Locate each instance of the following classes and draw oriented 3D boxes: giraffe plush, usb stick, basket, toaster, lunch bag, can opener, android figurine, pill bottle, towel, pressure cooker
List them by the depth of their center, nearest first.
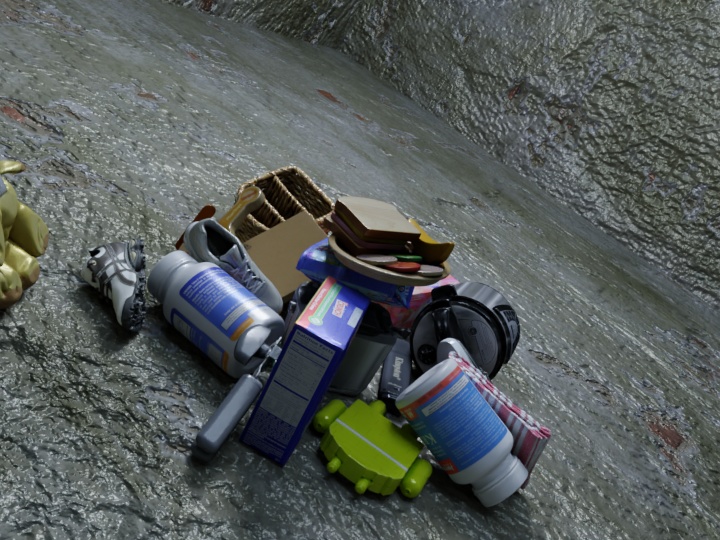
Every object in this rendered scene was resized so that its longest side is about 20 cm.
[{"bbox_3d":[-0.165,0.150,0.987,0.067,0.053,0.200,35,47,0],"label":"can opener"},{"bbox_3d":[-0.532,-0.055,1.002,0.162,0.200,0.173,-2,28,4],"label":"giraffe plush"},{"bbox_3d":[0.016,0.250,1.079,0.182,0.041,0.200,33,21,10],"label":"android figurine"},{"bbox_3d":[0.151,0.238,1.112,0.200,0.112,0.112,52,27,4],"label":"pill bottle"},{"bbox_3d":[-0.219,0.058,1.131,0.200,0.112,0.112,37,25,20],"label":"pill bottle"},{"bbox_3d":[0.000,0.000,1.162,0.150,0.094,0.200,18,5,13],"label":"lunch bag"},{"bbox_3d":[0.198,0.233,1.184,0.030,0.147,0.200,-26,53,-32],"label":"towel"},{"bbox_3d":[-0.035,0.111,1.198,0.200,0.129,0.114,18,26,-22],"label":"toaster"},{"bbox_3d":[0.061,0.174,1.296,0.055,0.033,0.200,26,24,-5],"label":"usb stick"},{"bbox_3d":[0.181,0.122,1.352,0.176,0.179,0.200,33,20,12],"label":"pressure cooker"},{"bbox_3d":[-0.162,-0.113,1.502,0.143,0.149,0.200,6,32,-41],"label":"basket"}]

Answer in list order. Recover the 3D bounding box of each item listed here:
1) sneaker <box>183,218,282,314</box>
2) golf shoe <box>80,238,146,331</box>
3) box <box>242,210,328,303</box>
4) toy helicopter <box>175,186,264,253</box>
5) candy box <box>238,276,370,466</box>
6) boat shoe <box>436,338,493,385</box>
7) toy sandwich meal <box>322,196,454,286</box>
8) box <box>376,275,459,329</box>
[{"bbox_3d":[-0.196,0.000,1.198,0.200,0.076,0.092,45,-22,-10],"label":"sneaker"},{"bbox_3d":[-0.362,0.024,1.119,0.094,0.078,0.200,0,30,-17],"label":"golf shoe"},{"bbox_3d":[-0.142,-0.011,1.319,0.200,0.021,0.164,-29,49,-15],"label":"box"},{"bbox_3d":[-0.244,-0.072,1.320,0.132,0.200,0.079,23,-25,38],"label":"toy helicopter"},{"bbox_3d":[-0.071,0.131,1.028,0.077,0.200,0.169,29,23,2],"label":"candy box"},{"bbox_3d":[0.188,0.195,1.244,0.057,0.069,0.200,-29,97,-34],"label":"boat shoe"},{"bbox_3d":[0.044,-0.044,1.110,0.205,0.070,0.205,13,19,-5],"label":"toy sandwich meal"},{"bbox_3d":[0.100,0.050,1.507,0.095,0.103,0.200,41,26,28],"label":"box"}]
